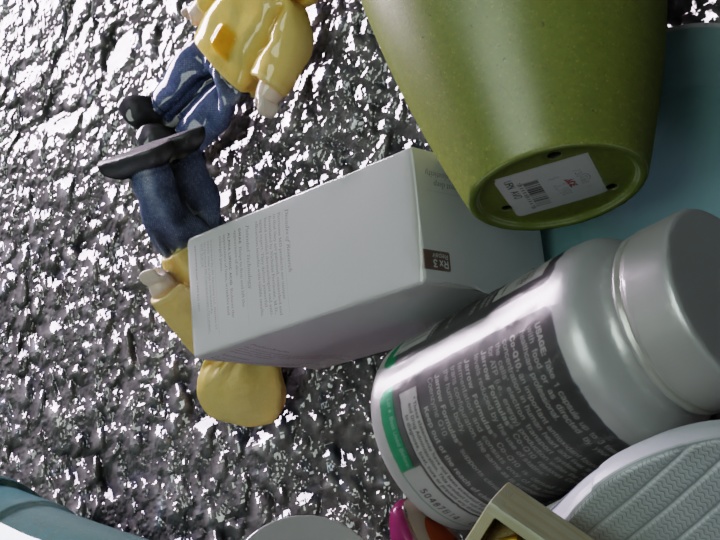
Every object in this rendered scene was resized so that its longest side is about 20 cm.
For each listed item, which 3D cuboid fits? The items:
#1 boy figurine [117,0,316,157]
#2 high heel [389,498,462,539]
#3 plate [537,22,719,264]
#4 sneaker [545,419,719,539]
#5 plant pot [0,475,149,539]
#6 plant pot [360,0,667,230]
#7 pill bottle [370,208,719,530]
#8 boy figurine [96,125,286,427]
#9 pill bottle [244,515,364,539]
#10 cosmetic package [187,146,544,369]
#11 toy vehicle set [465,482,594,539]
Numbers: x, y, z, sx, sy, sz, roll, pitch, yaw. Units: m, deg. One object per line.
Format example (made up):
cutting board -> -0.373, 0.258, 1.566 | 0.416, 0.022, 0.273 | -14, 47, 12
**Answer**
boy figurine -> -0.080, -0.159, 0.956 | 0.200, 0.064, 0.125 | -48, 54, 24
high heel -> 0.039, 0.227, 0.763 | 0.096, 0.067, 0.201 | -25, 90, 23
plate -> 0.179, -0.036, 0.765 | 0.199, 0.026, 0.201 | -8, 77, 37
sneaker -> 0.119, 0.125, 0.673 | 0.200, 0.071, 0.073 | -37, 96, 27
plant pot -> -0.185, 0.248, 0.901 | 0.195, 0.200, 0.201 | 6, 85, 29
plant pot -> 0.086, -0.130, 0.738 | 0.187, 0.187, 0.201 | -24, 62, 32
pill bottle -> 0.108, 0.053, 0.717 | 0.200, 0.113, 0.114 | -31, 64, 40
boy figurine -> -0.098, 0.007, 0.922 | 0.064, 0.124, 0.201 | -13, 105, 30
pill bottle -> -0.036, 0.210, 0.769 | 0.200, 0.112, 0.113 | 102, 149, -60
cosmetic package -> 0.000, 0.000, 0.828 | 0.199, 0.113, 0.082 | -20, 70, 40
toy vehicle set -> 0.114, 0.201, 0.616 | 0.200, 0.026, 0.125 | 33, 114, 14
